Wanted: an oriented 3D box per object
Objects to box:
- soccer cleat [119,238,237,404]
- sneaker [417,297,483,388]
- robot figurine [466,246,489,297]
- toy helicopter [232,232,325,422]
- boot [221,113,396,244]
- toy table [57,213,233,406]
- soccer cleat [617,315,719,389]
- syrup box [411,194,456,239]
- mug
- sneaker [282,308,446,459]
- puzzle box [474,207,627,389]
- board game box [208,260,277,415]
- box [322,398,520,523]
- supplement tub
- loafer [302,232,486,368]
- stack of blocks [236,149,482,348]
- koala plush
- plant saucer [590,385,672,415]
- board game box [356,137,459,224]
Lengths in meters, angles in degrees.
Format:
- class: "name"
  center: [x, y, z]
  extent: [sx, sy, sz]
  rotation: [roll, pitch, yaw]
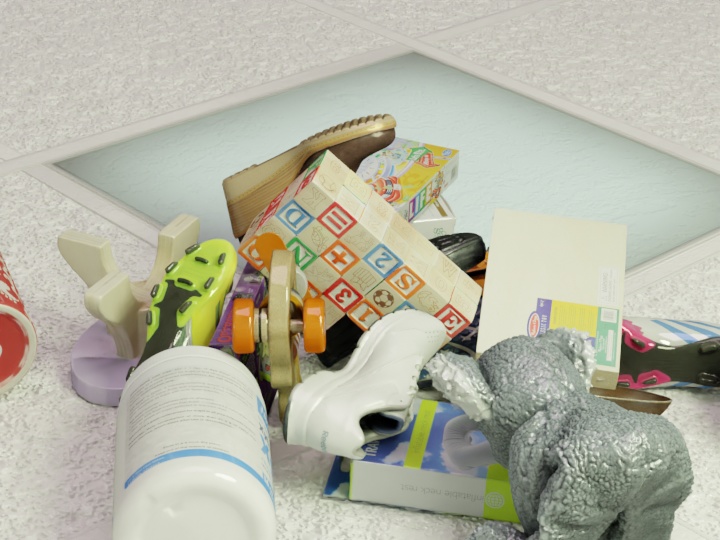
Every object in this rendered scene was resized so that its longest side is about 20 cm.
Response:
- class: "soccer cleat"
  center: [-0.157, 0.067, 1.680]
  extent: [0.064, 0.084, 0.201]
  rotation: [6, 63, 30]
- class: "sneaker"
  center: [0.134, 0.068, 1.801]
  extent: [0.199, 0.086, 0.077]
  rotation: [-30, 39, -10]
- class: "robot figurine"
  center: [0.139, 0.020, 1.908]
  extent: [0.198, 0.059, 0.145]
  rotation: [-8, 30, -19]
- class: "toy helicopter"
  center: [-0.068, 0.058, 1.660]
  extent: [0.078, 0.201, 0.133]
  rotation: [-1, 49, 1]
- class: "boot"
  center: [-0.026, -0.050, 1.846]
  extent: [0.199, 0.167, 0.072]
  rotation: [-24, 7, 16]
- class: "toy table"
  center: [-0.206, 0.032, 1.787]
  extent: [0.182, 0.118, 0.200]
  rotation: [8, 29, 10]
- class: "soccer cleat"
  center: [0.285, 0.079, 1.813]
  extent: [0.198, 0.071, 0.086]
  rotation: [7, 11, 3]
- class: "syrup box"
  center: [-0.004, -0.030, 1.968]
  extent: [0.198, 0.079, 0.082]
  rotation: [-5, 28, -15]
- class: "mug"
  center: [-0.399, 0.044, 1.777]
  extent: [0.133, 0.178, 0.200]
  rotation: [29, 13, -39]
- class: "sneaker"
  center: [0.019, 0.106, 1.628]
  extent: [0.087, 0.075, 0.200]
  rotation: [25, 45, 28]
- class: "puzzle box"
  center: [0.179, 0.023, 1.740]
  extent: [0.132, 0.026, 0.201]
  rotation: [8, 44, 4]
- class: "board game box"
  center: [-0.099, 0.073, 1.714]
  extent: [0.032, 0.121, 0.200]
  rotation: [3, 26, 9]
- class: "box"
  center: [0.074, 0.164, 1.635]
  extent: [0.198, 0.048, 0.122]
  rotation: [7, 27, 7]
- class: "supplement tub"
  center: [-0.137, 0.164, 1.521]
  extent: [0.131, 0.133, 0.200]
  rotation: [0, 28, -5]
- class: "loafer"
  center: [0.036, 0.026, 1.816]
  extent: [0.199, 0.071, 0.068]
  rotation: [-28, 15, -7]
- class: "stack of blocks"
  center: [0.000, 0.000, 1.719]
  extent: [0.200, 0.115, 0.059]
  rotation: [41, 34, -12]
- class: "koala plush"
  center: [0.156, 0.130, 1.499]
  extent: [0.176, 0.184, 0.201]
  rotation: [-11, 52, -28]
- class: "plant saucer"
  center: [0.181, 0.116, 1.685]
  extent: [0.198, 0.032, 0.200]
  rotation: [8, 2, 0]
- class: "board game box"
  center: [0.007, -0.090, 1.959]
  extent: [0.133, 0.034, 0.200]
  rotation: [13, 29, 20]
